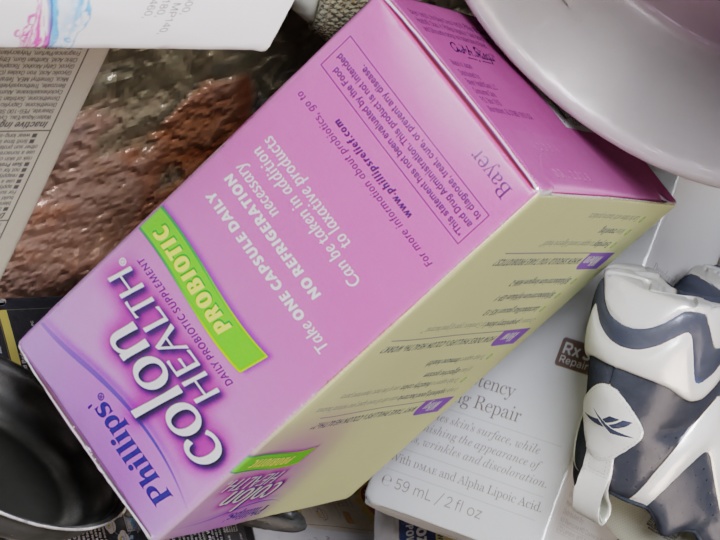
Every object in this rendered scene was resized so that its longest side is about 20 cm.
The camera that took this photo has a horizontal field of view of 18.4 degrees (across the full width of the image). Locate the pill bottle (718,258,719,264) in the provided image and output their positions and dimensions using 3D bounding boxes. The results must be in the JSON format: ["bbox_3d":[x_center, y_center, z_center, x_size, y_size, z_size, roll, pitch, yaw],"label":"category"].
[{"bbox_3d":[0.165,0.061,1.197,0.111,0.112,0.201,-13,144,-27],"label":"pill bottle"}]

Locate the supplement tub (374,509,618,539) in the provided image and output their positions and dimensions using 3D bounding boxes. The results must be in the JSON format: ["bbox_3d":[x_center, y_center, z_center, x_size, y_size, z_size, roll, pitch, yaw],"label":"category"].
[{"bbox_3d":[0.122,0.129,1.095,0.199,0.146,0.144,-13,159,30],"label":"supplement tub"}]

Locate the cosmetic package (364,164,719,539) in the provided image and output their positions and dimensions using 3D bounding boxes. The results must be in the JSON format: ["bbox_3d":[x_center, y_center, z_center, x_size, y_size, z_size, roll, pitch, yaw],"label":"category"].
[{"bbox_3d":[0.089,0.032,1.015,0.074,0.101,0.201,29,78,-55],"label":"cosmetic package"}]

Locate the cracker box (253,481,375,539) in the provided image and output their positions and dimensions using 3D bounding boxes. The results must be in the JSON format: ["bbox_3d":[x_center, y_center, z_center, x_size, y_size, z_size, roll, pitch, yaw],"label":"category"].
[{"bbox_3d":[-0.026,0.165,1.155,0.058,0.134,0.199,-45,146,24],"label":"cracker box"}]

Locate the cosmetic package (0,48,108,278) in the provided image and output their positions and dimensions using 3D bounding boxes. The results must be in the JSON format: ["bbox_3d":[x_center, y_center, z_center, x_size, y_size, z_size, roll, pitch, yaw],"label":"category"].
[{"bbox_3d":[-0.165,-0.055,0.790,0.103,0.073,0.200,-2,138,-39],"label":"cosmetic package"}]

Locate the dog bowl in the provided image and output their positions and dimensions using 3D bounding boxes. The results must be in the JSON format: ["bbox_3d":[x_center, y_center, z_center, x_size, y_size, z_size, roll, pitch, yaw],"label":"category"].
[{"bbox_3d":[0.110,-0.107,0.775,0.059,0.199,0.201,-51,154,-21],"label":"dog bowl"}]

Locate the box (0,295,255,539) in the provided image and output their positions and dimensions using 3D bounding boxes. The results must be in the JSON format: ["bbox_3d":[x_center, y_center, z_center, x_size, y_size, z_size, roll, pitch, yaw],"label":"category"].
[{"bbox_3d":[-0.121,0.110,0.933,0.160,0.201,0.049,-2,158,-41],"label":"box"}]

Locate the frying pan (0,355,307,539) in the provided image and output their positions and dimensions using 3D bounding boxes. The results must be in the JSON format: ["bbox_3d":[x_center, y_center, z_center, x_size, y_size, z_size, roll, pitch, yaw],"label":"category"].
[{"bbox_3d":[-0.119,0.071,0.890,0.189,0.115,0.031,11,119,-49],"label":"frying pan"}]

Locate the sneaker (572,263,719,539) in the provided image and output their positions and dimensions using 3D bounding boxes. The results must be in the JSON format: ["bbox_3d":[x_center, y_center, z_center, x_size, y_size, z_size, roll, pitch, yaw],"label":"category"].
[{"bbox_3d":[0.155,0.070,0.969,0.199,0.079,0.131,1,109,-56],"label":"sneaker"}]

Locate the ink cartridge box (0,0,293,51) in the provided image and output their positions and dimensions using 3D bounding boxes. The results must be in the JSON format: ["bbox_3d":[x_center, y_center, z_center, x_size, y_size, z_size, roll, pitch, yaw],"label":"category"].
[{"bbox_3d":[-0.119,-0.140,0.642,0.199,0.148,0.086,-2,138,-38],"label":"ink cartridge box"}]

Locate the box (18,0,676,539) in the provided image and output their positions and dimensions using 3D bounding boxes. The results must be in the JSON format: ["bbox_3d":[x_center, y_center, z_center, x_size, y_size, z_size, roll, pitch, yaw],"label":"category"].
[{"bbox_3d":[0.000,0.000,0.872,0.200,0.097,0.176,-43,164,18],"label":"box"}]

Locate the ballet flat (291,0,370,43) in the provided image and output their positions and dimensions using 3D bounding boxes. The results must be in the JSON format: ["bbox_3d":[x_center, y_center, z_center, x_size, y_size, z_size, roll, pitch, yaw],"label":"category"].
[{"bbox_3d":[-0.011,-0.146,0.815,0.075,0.068,0.201,-2,143,-8],"label":"ballet flat"}]
